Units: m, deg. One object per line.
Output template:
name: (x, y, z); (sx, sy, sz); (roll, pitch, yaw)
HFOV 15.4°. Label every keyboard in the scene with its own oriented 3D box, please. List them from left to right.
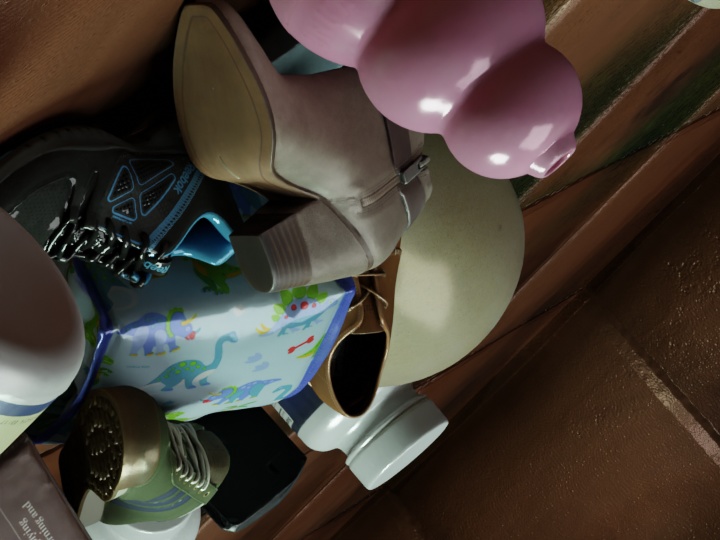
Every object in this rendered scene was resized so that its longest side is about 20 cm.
keyboard: (-0.115, 0.080, 1.757); (0.104, 0.200, 0.040); (-35, 164, -25)

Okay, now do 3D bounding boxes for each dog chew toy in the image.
dog chew toy: (0.040, -0.131, 1.414); (0.124, 0.200, 0.125); (-39, 171, -8)

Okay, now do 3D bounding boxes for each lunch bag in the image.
lunch bag: (-0.116, 0.034, 1.636); (0.170, 0.128, 0.200); (-8, 147, -23)

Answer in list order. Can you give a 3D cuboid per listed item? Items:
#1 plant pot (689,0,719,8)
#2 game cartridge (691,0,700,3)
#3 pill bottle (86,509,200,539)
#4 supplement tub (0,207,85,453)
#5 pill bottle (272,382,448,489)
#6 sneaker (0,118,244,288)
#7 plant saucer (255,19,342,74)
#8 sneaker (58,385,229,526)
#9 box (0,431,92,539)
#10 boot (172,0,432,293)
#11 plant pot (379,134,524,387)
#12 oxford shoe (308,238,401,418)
plant pot: (0.287, -0.274, 1.858); (0.200, 0.201, 0.183); (-36, -179, -30)
game cartridge: (0.188, -0.236, 1.730); (0.041, 0.133, 0.200); (-43, 170, 7)
pill bottle: (-0.202, 0.224, 2.345); (0.111, 0.111, 0.200); (-36, 170, -27)
supplement tub: (-0.248, 0.061, 1.315); (0.200, 0.145, 0.145); (-44, 170, 19)
pill bottle: (-0.027, 0.067, 2.054); (0.111, 0.200, 0.111); (-40, 171, -8)
sneaker: (-0.140, -0.033, 1.469); (0.200, 0.082, 0.073); (-14, 159, -46)
plant saucer: (-0.035, -0.118, 1.621); (0.201, 0.039, 0.201); (-32, 165, -10)
sneaker: (-0.120, 0.108, 1.577); (0.090, 0.067, 0.200); (-5, 165, -17)
box: (-0.269, 0.194, 1.595); (0.200, 0.166, 0.164); (-37, -149, -18)
boot: (-0.026, -0.086, 1.516); (0.146, 0.070, 0.200); (-35, 126, -39)
plant pot: (0.000, -0.038, 1.768); (0.200, 0.200, 0.134); (-40, 156, -4)
oxford shoe: (0.000, 0.000, 1.655); (0.071, 0.071, 0.201); (-8, 120, -15)
